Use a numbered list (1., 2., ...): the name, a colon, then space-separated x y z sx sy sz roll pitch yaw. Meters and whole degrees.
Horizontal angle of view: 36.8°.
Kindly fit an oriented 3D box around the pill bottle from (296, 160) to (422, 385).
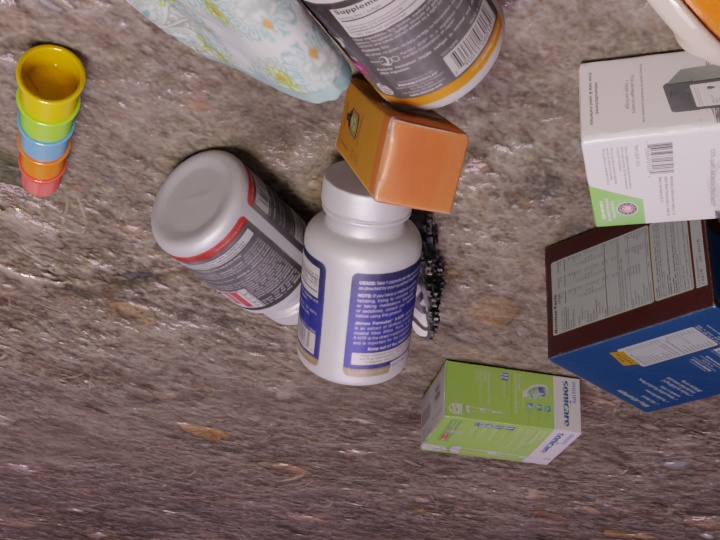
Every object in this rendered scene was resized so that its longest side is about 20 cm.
1. pill bottle: 0.000 0.000 1.080 0.118 0.120 0.203 5 118 -2

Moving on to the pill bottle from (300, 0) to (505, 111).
1. pill bottle: 0.015 -0.211 0.759 0.115 0.118 0.200 -12 148 28

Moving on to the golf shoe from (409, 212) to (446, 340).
1. golf shoe: 0.045 0.005 1.212 0.093 0.079 0.201 2 142 14

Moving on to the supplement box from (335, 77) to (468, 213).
1. supplement box: 0.028 -0.106 0.886 0.068 0.068 0.200 8 -163 -15

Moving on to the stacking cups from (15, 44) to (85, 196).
1. stacking cups: -0.293 -0.132 1.022 0.060 0.061 0.200 11 155 -12

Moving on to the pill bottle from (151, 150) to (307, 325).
1. pill bottle: -0.115 -0.026 1.122 0.114 0.117 0.200 -11 148 27

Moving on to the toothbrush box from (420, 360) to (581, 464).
1. toothbrush box: 0.196 0.205 1.539 0.197 0.087 0.146 9 151 -7

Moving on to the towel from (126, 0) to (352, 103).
1. towel: -0.114 -0.198 0.780 0.199 0.049 0.171 26 172 44

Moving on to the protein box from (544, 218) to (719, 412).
1. protein box: 0.334 0.041 1.160 0.197 0.137 0.199 27 145 -37

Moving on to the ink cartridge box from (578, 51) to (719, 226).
1. ink cartridge box: 0.295 -0.114 0.933 0.197 0.085 0.146 -4 151 16

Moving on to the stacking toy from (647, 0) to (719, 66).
1. stacking toy: 0.263 -0.244 0.689 0.145 0.147 0.200 27 127 -36
